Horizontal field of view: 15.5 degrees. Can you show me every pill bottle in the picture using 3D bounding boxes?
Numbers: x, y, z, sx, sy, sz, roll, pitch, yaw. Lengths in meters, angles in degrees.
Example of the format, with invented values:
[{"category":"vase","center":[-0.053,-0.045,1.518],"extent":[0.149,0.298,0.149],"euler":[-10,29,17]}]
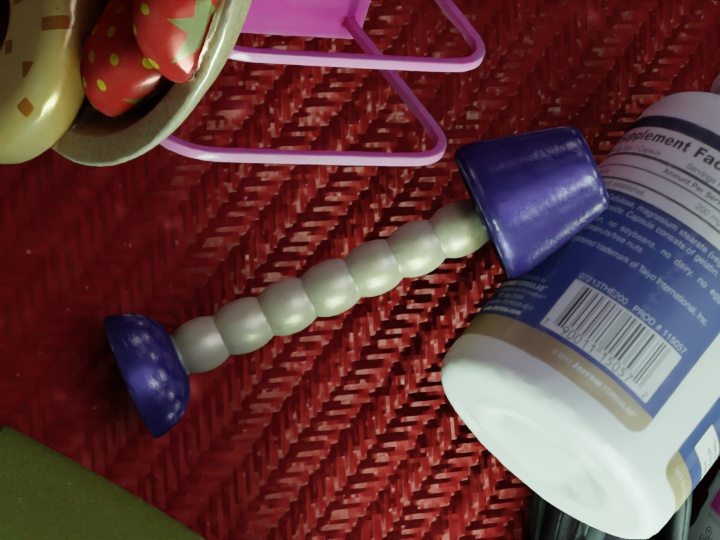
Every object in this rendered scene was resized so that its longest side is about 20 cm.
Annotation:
[{"category":"pill bottle","center":[0.132,0.000,1.067],"extent":[0.111,0.111,0.200],"euler":[47,72,-20]}]

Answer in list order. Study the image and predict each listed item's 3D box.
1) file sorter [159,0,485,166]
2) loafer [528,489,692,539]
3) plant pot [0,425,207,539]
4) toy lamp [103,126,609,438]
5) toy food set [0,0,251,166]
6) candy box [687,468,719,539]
[{"category":"file sorter","center":[-0.013,-0.150,0.973],"extent":[0.138,0.126,0.201],"euler":[0,125,-30]},{"category":"loafer","center":[0.103,0.150,1.114],"extent":[0.068,0.070,0.202],"euler":[11,84,-36]},{"category":"plant pot","center":[-0.096,0.160,0.957],"extent":[0.187,0.187,0.200],"euler":[-44,97,-23]},{"category":"toy lamp","center":[0.000,0.000,1.021],"extent":[0.199,0.058,0.059],"euler":[-24,102,-1]},{"category":"toy food set","center":[-0.100,-0.137,0.934],"extent":[0.048,0.199,0.200],"euler":[-1,93,-36]},{"category":"candy box","center":[0.223,0.109,1.148],"extent":[0.136,0.061,0.201],"euler":[19,105,-28]}]
